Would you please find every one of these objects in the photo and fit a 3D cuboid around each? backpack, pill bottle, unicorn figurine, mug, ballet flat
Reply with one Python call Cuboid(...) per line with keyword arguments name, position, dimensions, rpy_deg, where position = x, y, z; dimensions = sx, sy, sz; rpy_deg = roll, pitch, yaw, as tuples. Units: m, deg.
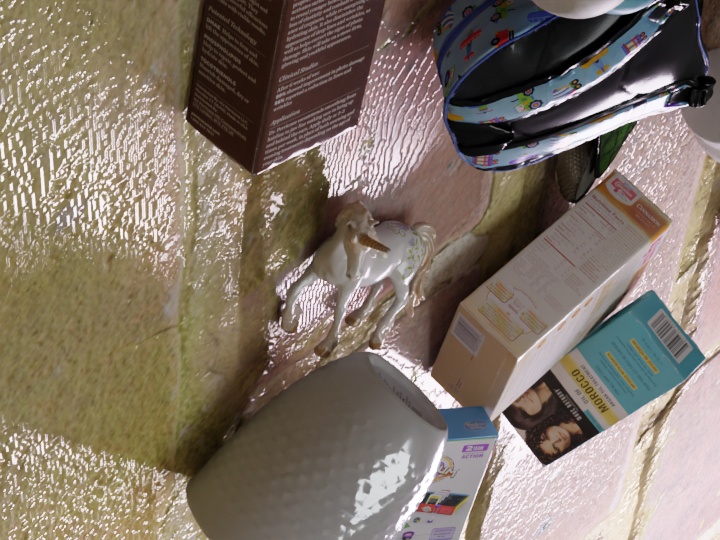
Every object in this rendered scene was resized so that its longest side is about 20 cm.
Cuboid(name="backpack", position=(0.141, -0.168, 1.542), dimensions=(0.200, 0.135, 0.183), rpy_deg=(-26, 151, 2))
Cuboid(name="pill bottle", position=(0.369, -0.141, 1.964), dimensions=(0.110, 0.110, 0.200), rpy_deg=(-56, 153, 7))
Cuboid(name="unicorn figurine", position=(0.000, 0.000, 1.613), dimensions=(0.137, 0.074, 0.200), rpy_deg=(-65, 167, 23))
Cuboid(name="mug", position=(-0.017, 0.154, 1.661), dimensions=(0.175, 0.148, 0.200), rpy_deg=(-46, 171, 10))
Cuboid(name="ballet flat", position=(0.182, -0.123, 1.774), dimensions=(0.067, 0.046, 0.200), rpy_deg=(-58, 163, -23))

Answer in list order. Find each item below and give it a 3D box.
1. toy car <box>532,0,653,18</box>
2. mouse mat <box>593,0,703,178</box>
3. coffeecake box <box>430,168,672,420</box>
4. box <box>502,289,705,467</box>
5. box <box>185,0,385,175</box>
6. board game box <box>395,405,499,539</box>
Cuboid(name="toy car", position=(0.125, -0.235, 1.371), dimensions=(0.175, 0.200, 0.150), rpy_deg=(-56, 162, -26))
Cuboid(name="mouse mat", position=(0.246, -0.188, 1.773), dimensions=(0.200, 0.008, 0.161), rpy_deg=(-55, 159, -28))
Cuboid(name="coffeecake box", position=(0.166, 0.025, 1.854), dimensions=(0.200, 0.073, 0.154), rpy_deg=(-39, 165, -24))
Cuboid(name="box", position=(0.219, 0.102, 1.960), dimensions=(0.200, 0.082, 0.049), rpy_deg=(-39, 179, 43))
Cuboid(name="box", position=(-0.041, -0.168, 1.325), dimensions=(0.100, 0.075, 0.200), rpy_deg=(-28, 146, -39))
Cuboid(name="board game box", position=(0.022, 0.209, 1.856), dimensions=(0.153, 0.040, 0.200), rpy_deg=(-2, 129, -25))
